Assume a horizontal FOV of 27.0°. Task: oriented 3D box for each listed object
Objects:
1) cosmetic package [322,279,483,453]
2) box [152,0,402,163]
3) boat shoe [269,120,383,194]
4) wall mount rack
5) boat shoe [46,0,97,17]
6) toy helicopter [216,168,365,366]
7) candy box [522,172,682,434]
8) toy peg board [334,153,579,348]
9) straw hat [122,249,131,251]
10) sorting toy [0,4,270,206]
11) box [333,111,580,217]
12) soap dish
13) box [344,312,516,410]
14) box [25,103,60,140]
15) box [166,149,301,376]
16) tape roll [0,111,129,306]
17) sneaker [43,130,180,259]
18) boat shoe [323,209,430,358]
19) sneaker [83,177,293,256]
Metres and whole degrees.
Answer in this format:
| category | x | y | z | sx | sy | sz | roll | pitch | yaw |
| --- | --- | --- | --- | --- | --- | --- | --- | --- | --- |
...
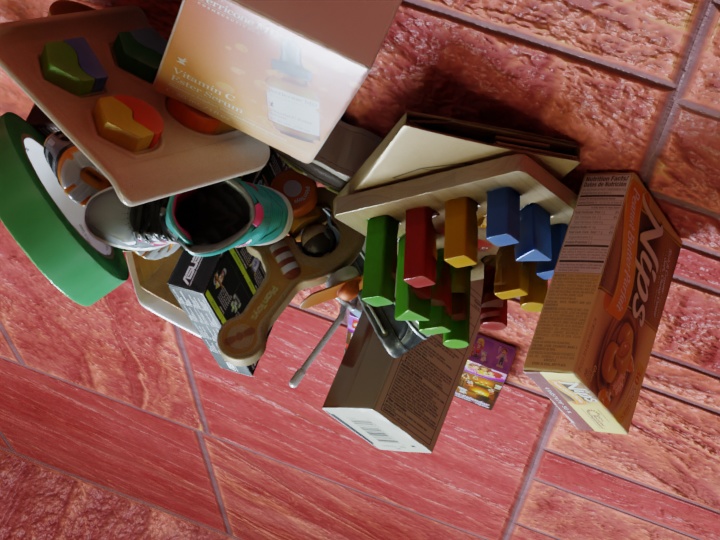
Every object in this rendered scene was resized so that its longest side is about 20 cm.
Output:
| category | x | y | z | sx | sy | sz | roll | pitch | yaw |
| --- | --- | --- | --- | --- | --- | --- | --- | --- | --- |
| cosmetic package | 0.052 | 0.082 | 1.586 | 0.087 | 0.200 | 0.103 | -4 | 145 | 49 |
| box | -0.066 | -0.194 | 1.201 | 0.152 | 0.107 | 0.200 | 26 | 158 | -6 |
| boat shoe | -0.053 | -0.126 | 1.391 | 0.200 | 0.072 | 0.059 | 29 | 154 | -30 |
| wall mount rack | 0.002 | 0.075 | 1.648 | 0.074 | 0.174 | 0.200 | -24 | 131 | 38 |
| boat shoe | -0.209 | -0.164 | 1.363 | 0.200 | 0.070 | 0.070 | 37 | 130 | 0 |
| toy helicopter | -0.062 | 0.011 | 1.431 | 0.132 | 0.200 | 0.079 | 30 | 163 | 13 |
| candy box | 0.215 | 0.028 | 1.309 | 0.055 | 0.200 | 0.115 | 1 | 149 | 37 |
| toy peg board | 0.110 | -0.006 | 1.367 | 0.199 | 0.098 | 0.200 | -11 | 155 | 34 |
| straw hat | -0.257 | -0.089 | 1.625 | 0.201 | 0.201 | 0.085 | 10 | 113 | 28 |
| sorting toy | -0.191 | -0.151 | 1.272 | 0.200 | 0.185 | 0.037 | 48 | 127 | 17 |
| box | 0.081 | -0.080 | 1.350 | 0.163 | 0.021 | 0.200 | 9 | 158 | -17 |
| soap dish | -0.180 | 0.005 | 1.685 | 0.157 | 0.081 | 0.200 | 29 | -168 | -22 |
| box | 0.080 | 0.098 | 1.805 | 0.200 | 0.039 | 0.137 | 20 | 157 | 6 |
| box | -0.231 | -0.149 | 1.505 | 0.200 | 0.075 | 0.100 | 0 | 148 | 40 |
| box | -0.115 | -0.018 | 1.526 | 0.047 | 0.194 | 0.200 | 17 | 158 | 19 |
| tape roll | -0.304 | -0.060 | 1.463 | 0.201 | 0.048 | 0.200 | 55 | -176 | -6 |
| sneaker | -0.238 | -0.081 | 1.495 | 0.077 | 0.078 | 0.200 | 39 | 176 | 40 |
| boat shoe | 0.000 | 0.000 | 1.501 | 0.200 | 0.071 | 0.072 | 55 | -173 | 29 |
| sneaker | -0.170 | -0.052 | 1.365 | 0.199 | 0.084 | 0.121 | -1 | 177 | 9 |
